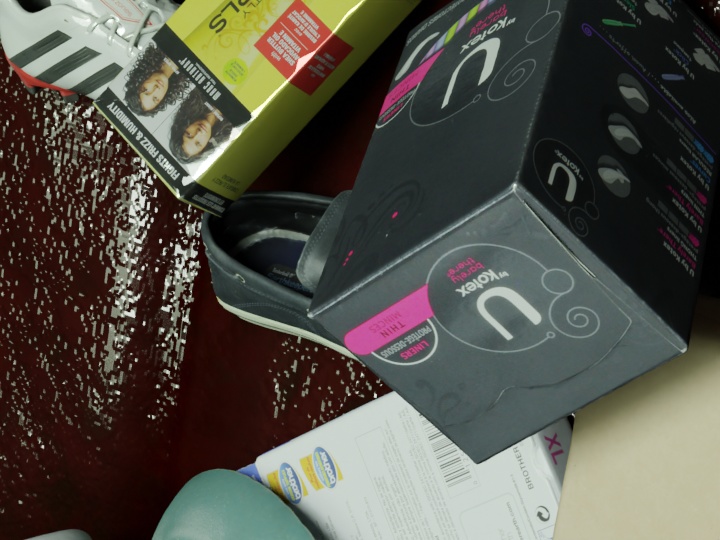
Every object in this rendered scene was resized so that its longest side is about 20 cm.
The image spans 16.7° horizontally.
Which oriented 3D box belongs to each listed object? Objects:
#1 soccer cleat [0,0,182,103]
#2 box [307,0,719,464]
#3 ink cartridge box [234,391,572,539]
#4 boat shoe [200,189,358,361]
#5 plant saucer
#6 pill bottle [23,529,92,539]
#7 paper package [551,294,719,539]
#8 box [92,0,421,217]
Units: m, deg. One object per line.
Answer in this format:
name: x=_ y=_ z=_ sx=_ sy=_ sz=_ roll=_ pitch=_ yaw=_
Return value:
soccer cleat: x=-0.116 y=-0.117 z=1.250 sx=0.200 sy=0.069 sz=0.085 roll=21 pitch=140 yaw=38
box: x=0.074 y=-0.039 z=1.034 sx=0.106 sy=0.200 sz=0.122 roll=42 pitch=128 yaw=-20
ink cartridge box: x=0.024 y=0.123 z=1.203 sx=0.200 sy=0.042 sz=0.120 roll=-27 pitch=80 yaw=34
boat shoe: x=0.000 y=0.000 z=1.180 sx=0.200 sy=0.075 sz=0.062 roll=11 pitch=144 yaw=39
plant saucer: x=-0.062 y=0.202 z=1.240 sx=0.200 sy=0.036 sz=0.201 roll=28 pitch=126 yaw=48
pill bottle: x=-0.160 y=0.247 z=1.274 sx=0.111 sy=0.111 sz=0.201 roll=-30 pitch=76 yaw=36
paper package: x=0.186 y=0.121 z=1.040 sx=0.200 sy=0.103 sz=0.191 roll=18 pitch=106 yaw=35
box: x=-0.031 y=-0.124 z=1.166 sx=0.200 sy=0.050 sz=0.075 roll=-45 pitch=69 yaw=8
